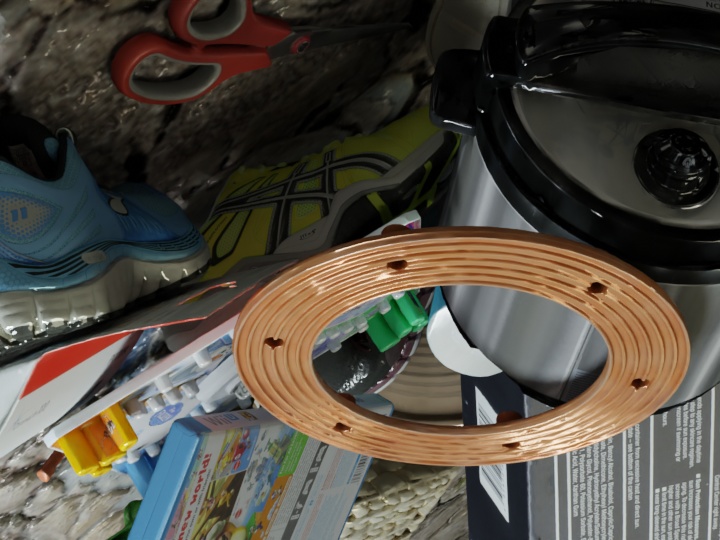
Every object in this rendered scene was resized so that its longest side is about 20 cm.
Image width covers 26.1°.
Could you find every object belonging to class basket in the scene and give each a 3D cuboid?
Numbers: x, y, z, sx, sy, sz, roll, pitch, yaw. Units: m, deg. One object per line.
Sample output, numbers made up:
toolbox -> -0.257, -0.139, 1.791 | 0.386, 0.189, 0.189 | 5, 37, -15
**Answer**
basket -> -0.035, 0.154, 1.125 | 0.124, 0.136, 0.199 | -50, 159, 21

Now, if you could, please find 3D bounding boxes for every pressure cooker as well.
pressure cooker -> 0.132, -0.046, 0.723 | 0.175, 0.179, 0.201 | -28, 154, -22

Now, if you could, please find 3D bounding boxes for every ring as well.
ring -> 0.043, 0.035, 0.678 | 0.198, 0.019, 0.201 | 1, 148, 1

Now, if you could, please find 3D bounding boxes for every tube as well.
tube -> 0.077, -0.022, 0.885 | 0.050, 0.078, 0.201 | -30, -155, 29

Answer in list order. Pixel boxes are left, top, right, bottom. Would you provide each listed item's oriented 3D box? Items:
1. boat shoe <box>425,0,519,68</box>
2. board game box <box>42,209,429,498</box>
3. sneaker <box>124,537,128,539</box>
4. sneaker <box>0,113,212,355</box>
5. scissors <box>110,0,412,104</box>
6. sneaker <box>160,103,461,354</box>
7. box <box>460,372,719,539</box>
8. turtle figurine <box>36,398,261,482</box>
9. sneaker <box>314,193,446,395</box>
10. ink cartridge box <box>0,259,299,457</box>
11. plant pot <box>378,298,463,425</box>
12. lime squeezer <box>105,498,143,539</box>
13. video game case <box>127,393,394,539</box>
boat shoe -> 0.075, -0.159, 0.758 | 0.057, 0.067, 0.200 | -50, 170, -24
board game box -> -0.050, 0.052, 0.794 | 0.199, 0.026, 0.200 | -31, 169, -4
sneaker -> -0.082, 0.139, 0.859 | 0.200, 0.073, 0.081 | -30, 140, -50
sneaker -> -0.119, -0.025, 0.645 | 0.078, 0.091, 0.200 | -18, -175, 8
scissors -> -0.042, -0.103, 0.729 | 0.073, 0.014, 0.200 | -51, 160, 20
sneaker -> -0.028, -0.033, 0.801 | 0.199, 0.077, 0.075 | -36, 163, -6
box -> 0.170, 0.095, 0.940 | 0.196, 0.123, 0.202 | -10, 116, -13
turtle figurine -> -0.091, 0.066, 0.926 | 0.199, 0.065, 0.162 | -19, 151, -48
sneaker -> 0.000, 0.000, 0.965 | 0.115, 0.076, 0.201 | -2, 127, -54
ink cartridge box -> -0.129, 0.051, 0.660 | 0.198, 0.048, 0.160 | -16, -175, 12
plant pot -> 0.079, 0.032, 1.068 | 0.200, 0.200, 0.093 | -31, 119, -27
lime squeezer -> -0.104, 0.139, 0.918 | 0.199, 0.038, 0.070 | -32, -176, -35
video game case -> -0.058, 0.135, 0.795 | 0.200, 0.018, 0.144 | 1, 114, -63
